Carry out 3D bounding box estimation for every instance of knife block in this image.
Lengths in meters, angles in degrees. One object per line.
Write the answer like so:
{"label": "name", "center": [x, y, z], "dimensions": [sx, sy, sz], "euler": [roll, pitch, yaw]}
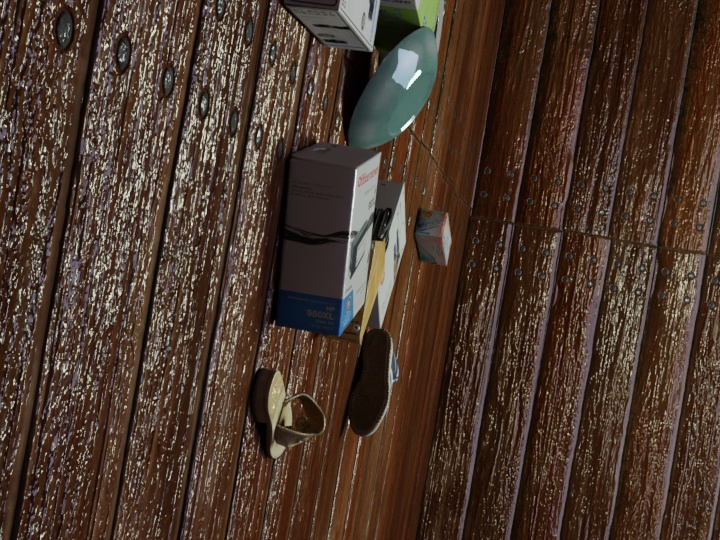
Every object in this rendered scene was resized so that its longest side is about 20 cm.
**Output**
{"label": "knife block", "center": [0.000, 0.000, 1.495], "dimensions": [0.175, 0.063, 0.202], "euler": [0, 99, -79]}

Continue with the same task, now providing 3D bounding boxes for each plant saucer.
{"label": "plant saucer", "center": [0.058, -0.246, 1.422], "dimensions": [0.201, 0.039, 0.201], "euler": [-49, 166, -17]}

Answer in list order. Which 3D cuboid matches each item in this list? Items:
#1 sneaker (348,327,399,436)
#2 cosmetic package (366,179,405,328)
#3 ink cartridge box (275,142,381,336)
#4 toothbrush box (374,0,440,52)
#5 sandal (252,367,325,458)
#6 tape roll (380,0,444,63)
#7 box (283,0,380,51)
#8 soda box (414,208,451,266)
{"label": "sneaker", "center": [0.027, 0.216, 1.822], "dimensions": [0.109, 0.069, 0.202], "euler": [75, 23, -62]}
{"label": "cosmetic package", "center": [0.032, -0.028, 1.687], "dimensions": [0.152, 0.051, 0.201], "euler": [82, 20, -51]}
{"label": "ink cartridge box", "center": [-0.037, -0.042, 1.203], "dimensions": [0.145, 0.083, 0.202], "euler": [-49, 147, -71]}
{"label": "toothbrush box", "center": [0.062, -0.409, 1.403], "dimensions": [0.200, 0.085, 0.147], "euler": [55, 46, -76]}
{"label": "sandal", "center": [-0.078, 0.183, 1.223], "dimensions": [0.212, 0.069, 0.078], "euler": [80, 23, -62]}
{"label": "tape roll", "center": [0.084, -0.385, 1.603], "dimensions": [0.200, 0.065, 0.203], "euler": [9, 90, -79]}
{"label": "box", "center": [-0.024, -0.317, 1.097], "dimensions": [0.200, 0.059, 0.118], "euler": [6, 94, -79]}
{"label": "soda box", "center": [0.169, -0.075, 2.323], "dimensions": [0.200, 0.068, 0.064], "euler": [68, 33, -69]}
